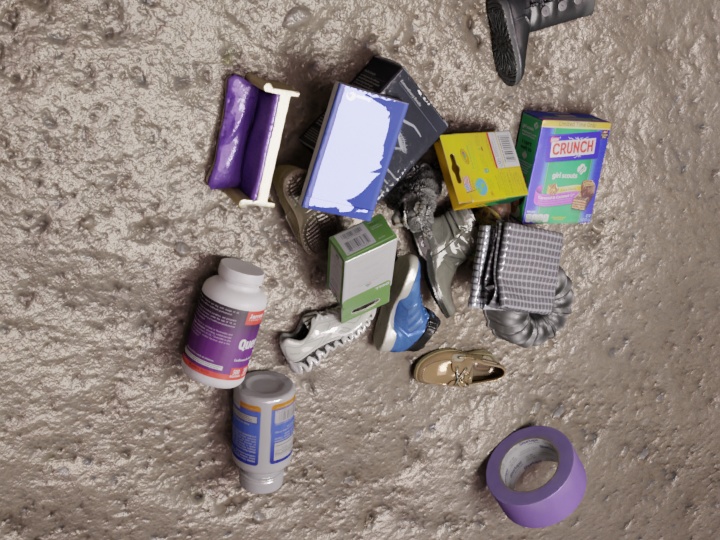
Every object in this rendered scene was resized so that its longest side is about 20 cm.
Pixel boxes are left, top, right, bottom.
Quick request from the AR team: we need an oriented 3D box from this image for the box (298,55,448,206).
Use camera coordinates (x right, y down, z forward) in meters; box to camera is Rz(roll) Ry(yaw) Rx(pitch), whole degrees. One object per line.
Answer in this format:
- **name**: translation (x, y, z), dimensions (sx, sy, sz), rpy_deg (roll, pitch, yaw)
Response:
- **box**: translation (0.023, -0.232, 1.610), dimensions (0.200, 0.104, 0.148), rpy_deg (-46, 125, -4)

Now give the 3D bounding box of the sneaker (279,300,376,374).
- **sneaker**: translation (-0.058, 0.101, 1.734), dimensions (0.199, 0.075, 0.082), rpy_deg (-36, 115, -11)

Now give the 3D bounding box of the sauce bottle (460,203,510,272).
- **sauce bottle**: translation (0.243, -0.095, 1.817), dimensions (0.064, 0.065, 0.202), rpy_deg (15, 102, -33)

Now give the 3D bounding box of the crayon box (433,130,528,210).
- **crayon box**: translation (0.205, -0.179, 1.698), dimensions (0.199, 0.051, 0.129), rpy_deg (-9, 81, -44)

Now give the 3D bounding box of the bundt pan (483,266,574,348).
- **bundt pan**: translation (0.351, 0.067, 1.938), dimensions (0.200, 0.076, 0.205), rpy_deg (-11, 115, -25)

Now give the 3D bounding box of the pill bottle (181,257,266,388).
- **pill bottle**: translation (-0.224, 0.087, 1.607), dimensions (0.111, 0.112, 0.202), rpy_deg (10, 107, -31)

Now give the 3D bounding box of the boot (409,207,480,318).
- **boot**: translation (0.178, -0.019, 1.773), dimensions (0.129, 0.068, 0.202), rpy_deg (-20, 105, -2)

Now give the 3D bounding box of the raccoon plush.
- **raccoon plush**: translation (0.127, -0.147, 1.684), dimensions (0.200, 0.134, 0.097), rpy_deg (-47, 124, -3)

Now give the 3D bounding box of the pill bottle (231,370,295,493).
- **pill bottle**: translation (-0.176, 0.293, 1.724), dimensions (0.111, 0.112, 0.203), rpy_deg (-6, 114, -26)

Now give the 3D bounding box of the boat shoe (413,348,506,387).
- **boat shoe**: translation (0.200, 0.198, 1.918), dimensions (0.198, 0.064, 0.072), rpy_deg (-5, 113, -27)

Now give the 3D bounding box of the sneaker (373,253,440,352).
- **sneaker**: translation (0.102, 0.064, 1.796), dimensions (0.110, 0.077, 0.202), rpy_deg (5, 113, -24)

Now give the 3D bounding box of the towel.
- **towel**: translation (0.295, -0.003, 1.779), dimensions (0.199, 0.085, 0.168), rpy_deg (6, 94, -46)

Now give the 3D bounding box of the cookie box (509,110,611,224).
- **cookie box**: translation (0.376, -0.196, 1.837), dimensions (0.169, 0.075, 0.203), rpy_deg (-3, 111, -27)

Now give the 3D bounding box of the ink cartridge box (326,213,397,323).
- **ink cartridge box**: translation (0.000, 0.000, 1.655), dimensions (0.103, 0.060, 0.201), rpy_deg (-25, 151, -18)

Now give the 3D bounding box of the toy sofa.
- **toy sofa**: translation (-0.173, -0.206, 1.526), dimensions (0.097, 0.083, 0.202), rpy_deg (5, 109, -31)

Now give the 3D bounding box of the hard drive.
- **hard drive**: translation (-0.011, -0.187, 1.531), dimensions (0.131, 0.025, 0.202), rpy_deg (10, 106, -31)

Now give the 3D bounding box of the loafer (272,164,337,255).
- **loafer**: translation (-0.094, -0.108, 1.625), dimensions (0.075, 0.068, 0.201), rpy_deg (-31, 138, -12)

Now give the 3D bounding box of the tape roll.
- **tape roll**: translation (0.371, 0.435, 2.033), dimensions (0.199, 0.200, 0.085), rpy_deg (-39, 124, -8)

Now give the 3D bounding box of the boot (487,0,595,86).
- **boot**: translation (0.331, -0.440, 1.719), dimensions (0.198, 0.066, 0.167), rpy_deg (-27, 123, -21)
